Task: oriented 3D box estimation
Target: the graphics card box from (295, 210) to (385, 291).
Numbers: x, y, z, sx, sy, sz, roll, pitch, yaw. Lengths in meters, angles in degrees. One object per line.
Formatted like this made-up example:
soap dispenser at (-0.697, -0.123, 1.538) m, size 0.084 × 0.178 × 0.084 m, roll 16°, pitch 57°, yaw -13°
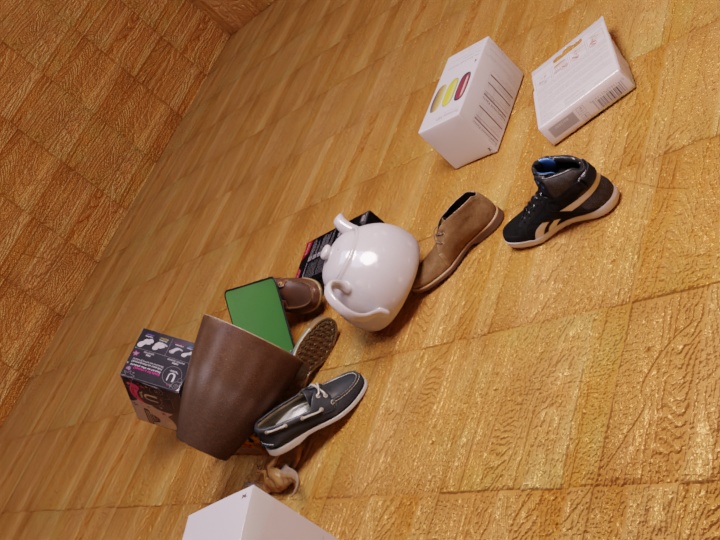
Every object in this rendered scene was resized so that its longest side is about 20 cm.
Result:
graphics card box at (-0.045, -0.029, 1.790) m, size 0.199 × 0.051 × 0.126 m, roll -27°, pitch 36°, yaw 43°

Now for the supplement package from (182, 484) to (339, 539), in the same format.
supplement package at (-0.132, 0.427, 1.177) m, size 0.147 × 0.200 × 0.192 m, roll -31°, pitch 32°, yaw 35°

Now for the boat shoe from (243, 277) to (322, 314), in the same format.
boat shoe at (-0.155, 0.049, 1.779) m, size 0.199 × 0.067 × 0.073 m, roll 1°, pitch 91°, yaw 46°

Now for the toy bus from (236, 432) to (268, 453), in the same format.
toy bus at (-0.208, 0.286, 1.620) m, size 0.199 × 0.078 × 0.065 m, roll -14°, pitch 43°, yaw 52°

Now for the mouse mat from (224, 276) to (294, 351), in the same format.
mouse mat at (-0.202, 0.103, 1.795) m, size 0.007 × 0.163 × 0.199 m, roll -16°, pitch 1°, yaw -39°

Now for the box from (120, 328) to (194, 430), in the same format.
box at (-0.390, 0.229, 1.820) m, size 0.201 × 0.131 × 0.115 m, roll 93°, pitch -166°, yaw -54°

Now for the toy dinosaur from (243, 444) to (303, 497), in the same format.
toy dinosaur at (-0.123, 0.332, 1.467) m, size 0.200 × 0.060 × 0.107 m, roll -32°, pitch 43°, yaw 54°

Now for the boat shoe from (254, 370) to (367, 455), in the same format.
boat shoe at (-0.080, 0.220, 1.463) m, size 0.199 × 0.061 × 0.076 m, roll -37°, pitch 29°, yaw -12°

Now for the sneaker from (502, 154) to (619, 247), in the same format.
sneaker at (0.265, -0.110, 1.320) m, size 0.199 × 0.112 × 0.074 m, roll -25°, pitch 35°, yaw 42°

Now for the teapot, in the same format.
teapot at (0.000, 0.000, 1.527) m, size 0.199 × 0.145 × 0.200 m, roll -69°, pitch 15°, yaw -12°

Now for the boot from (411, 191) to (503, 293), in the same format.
boot at (0.139, -0.049, 1.492) m, size 0.200 × 0.075 × 0.074 m, roll -47°, pitch 29°, yaw 14°

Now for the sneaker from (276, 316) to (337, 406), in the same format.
sneaker at (-0.122, 0.168, 1.642) m, size 0.090 × 0.067 × 0.201 m, roll 8°, pitch 66°, yaw 55°

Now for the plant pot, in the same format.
plant pot at (-0.219, 0.203, 1.494) m, size 0.186 × 0.186 × 0.202 m, roll 6°, pitch 68°, yaw 60°

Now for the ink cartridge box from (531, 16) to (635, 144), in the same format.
ink cartridge box at (0.365, -0.318, 1.507) m, size 0.160 × 0.050 × 0.201 m, roll -36°, pitch 26°, yaw 29°

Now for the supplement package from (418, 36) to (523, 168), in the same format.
supplement package at (0.207, -0.310, 1.673) m, size 0.113 × 0.109 × 0.201 m, roll -19°, pitch 41°, yaw 48°
